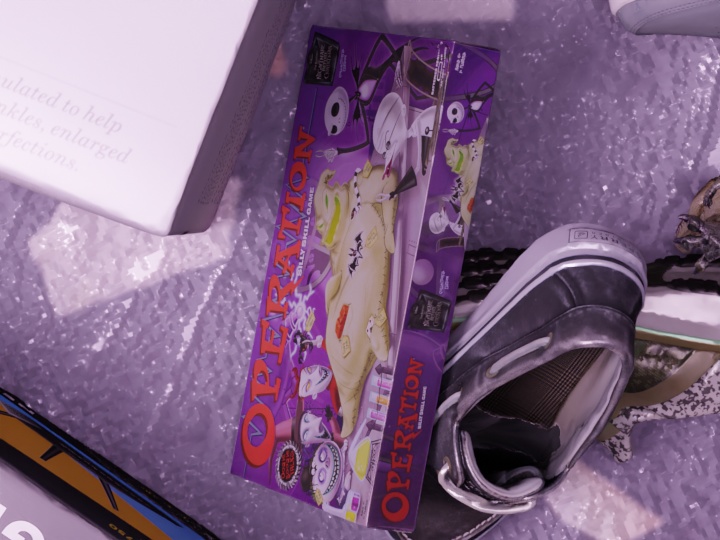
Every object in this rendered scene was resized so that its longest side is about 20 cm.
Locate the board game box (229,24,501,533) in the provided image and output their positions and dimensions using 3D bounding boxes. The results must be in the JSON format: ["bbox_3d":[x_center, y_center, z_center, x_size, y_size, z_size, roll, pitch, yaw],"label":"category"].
[{"bbox_3d":[0.000,0.000,1.232,0.032,0.120,0.201,9,92,-27],"label":"board game box"}]

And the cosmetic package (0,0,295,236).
[{"bbox_3d":[-0.114,-0.118,1.187,0.164,0.200,0.165,21,92,1],"label":"cosmetic package"}]

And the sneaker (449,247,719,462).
[{"bbox_3d":[0.097,0.042,1.256,0.199,0.077,0.089,2,105,5],"label":"sneaker"}]

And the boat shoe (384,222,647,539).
[{"bbox_3d":[0.054,0.064,1.203,0.072,0.071,0.200,19,135,-10],"label":"boat shoe"}]

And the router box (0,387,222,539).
[{"bbox_3d":[-0.133,0.102,1.221,0.200,0.149,0.051,34,93,0],"label":"router box"}]

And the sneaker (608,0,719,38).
[{"bbox_3d":[0.207,-0.080,1.242,0.199,0.084,0.121,-3,82,1],"label":"sneaker"}]

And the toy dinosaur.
[{"bbox_3d":[0.185,-0.020,1.185,0.088,0.200,0.048,-34,113,-37],"label":"toy dinosaur"}]
